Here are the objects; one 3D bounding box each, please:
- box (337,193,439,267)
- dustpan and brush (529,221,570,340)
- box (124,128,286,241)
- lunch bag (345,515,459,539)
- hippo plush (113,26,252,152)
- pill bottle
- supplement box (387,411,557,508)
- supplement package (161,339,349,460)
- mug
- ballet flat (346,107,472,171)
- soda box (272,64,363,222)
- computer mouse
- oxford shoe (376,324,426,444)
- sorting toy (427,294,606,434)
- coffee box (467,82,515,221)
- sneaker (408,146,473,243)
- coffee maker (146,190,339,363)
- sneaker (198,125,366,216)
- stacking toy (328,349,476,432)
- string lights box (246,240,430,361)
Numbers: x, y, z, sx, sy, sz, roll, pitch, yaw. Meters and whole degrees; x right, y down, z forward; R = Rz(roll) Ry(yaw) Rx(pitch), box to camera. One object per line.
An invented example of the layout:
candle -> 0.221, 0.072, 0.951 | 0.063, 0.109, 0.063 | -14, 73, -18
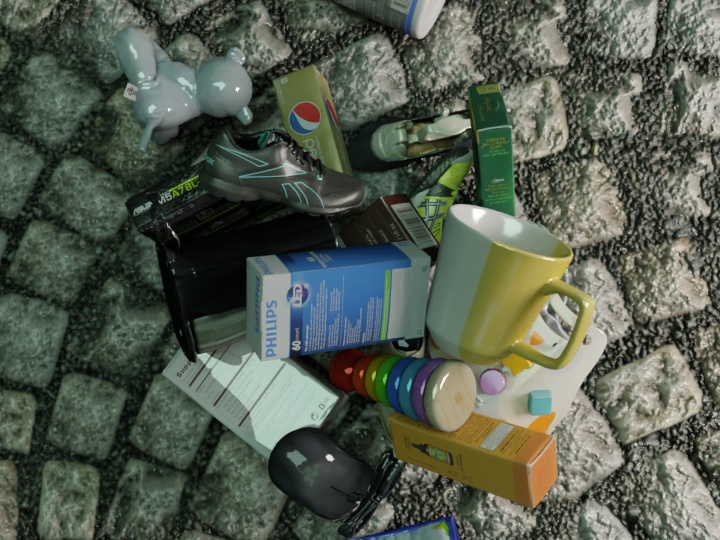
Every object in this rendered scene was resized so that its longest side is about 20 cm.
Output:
box -> 0.000, 0.000, 1.158 | 0.200, 0.075, 0.100 | -41, 76, 30
dustpan and brush -> 0.230, 0.046, 1.179 | 0.139, 0.057, 0.201 | -33, 80, 0
box -> -0.179, -0.093, 1.172 | 0.199, 0.193, 0.048 | -27, 81, 2
lunch bag -> 0.059, 0.418, 1.113 | 0.169, 0.128, 0.201 | -15, 67, 5
hippo plush -> -0.230, -0.258, 1.213 | 0.160, 0.200, 0.160 | -16, 102, -5
pill bottle -> 0.016, -0.407, 1.241 | 0.199, 0.114, 0.114 | 26, 85, 9
supplement box -> 0.131, 0.211, 1.082 | 0.199, 0.069, 0.067 | 11, 124, 36
supplement package -> -0.131, 0.148, 1.168 | 0.200, 0.117, 0.118 | 37, 88, 10
mug -> 0.150, 0.030, 1.024 | 0.149, 0.187, 0.154 | 12, 109, -21
ballet flat -> 0.077, -0.181, 1.224 | 0.199, 0.073, 0.074 | -9, 81, 4
soda box -> -0.057, -0.167, 1.226 | 0.064, 0.068, 0.201 | -19, 77, 12
computer mouse -> -0.027, 0.256, 1.110 | 0.139, 0.200, 0.053 | -55, 39, 0
oxford shoe -> 0.053, 0.127, 1.176 | 0.070, 0.074, 0.201 | -1, 82, 2
sorting toy -> 0.201, 0.100, 1.127 | 0.200, 0.107, 0.180 | 46, 108, 10
coffee box -> 0.164, -0.117, 1.129 | 0.044, 0.201, 0.123 | -6, 37, 5
sneaker -> 0.093, -0.075, 1.209 | 0.076, 0.075, 0.200 | 37, 99, 1
coffee maker -> -0.126, -0.006, 1.053 | 0.199, 0.193, 0.135 | -16, 43, -19
sneaker -> -0.082, -0.114, 1.046 | 0.199, 0.075, 0.080 | 6, 117, -21
stacking toy -> 0.041, 0.137, 1.113 | 0.199, 0.085, 0.086 | 7, 80, 44
string lights box -> -0.025, 0.032, 1.016 | 0.199, 0.059, 0.103 | -6, 115, -23
